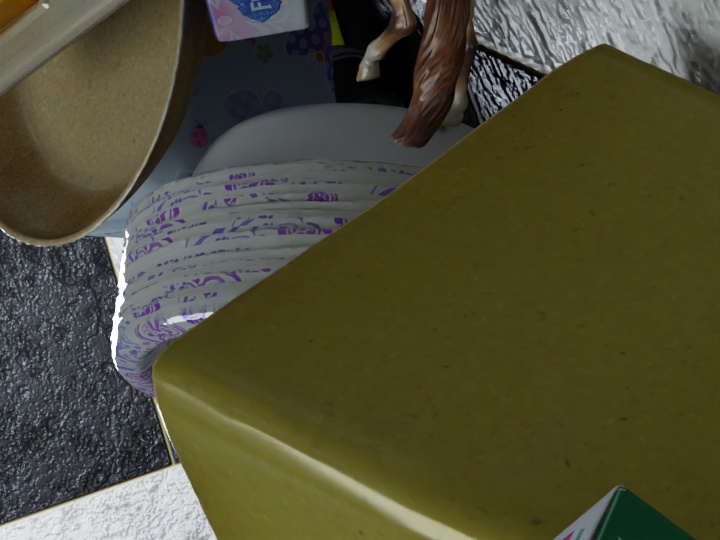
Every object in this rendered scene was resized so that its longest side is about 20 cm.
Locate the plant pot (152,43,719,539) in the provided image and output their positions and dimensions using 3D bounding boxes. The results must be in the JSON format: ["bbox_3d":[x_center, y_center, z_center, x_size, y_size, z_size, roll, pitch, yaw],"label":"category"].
[{"bbox_3d":[0.097,0.078,0.564,0.200,0.195,0.194,23,141,48],"label":"plant pot"}]

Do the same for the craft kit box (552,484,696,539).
[{"bbox_3d":[0.084,0.167,0.482,0.200,0.049,0.198,37,134,-3],"label":"craft kit box"}]

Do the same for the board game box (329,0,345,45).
[{"bbox_3d":[-0.069,-0.157,1.093,0.200,0.048,0.102,49,162,50],"label":"board game box"}]

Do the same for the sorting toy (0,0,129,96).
[{"bbox_3d":[-0.138,-0.181,0.793,0.200,0.036,0.185,-26,70,55],"label":"sorting toy"}]

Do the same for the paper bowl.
[{"bbox_3d":[0.000,0.000,0.811,0.201,0.200,0.104,98,177,-71],"label":"paper bowl"}]

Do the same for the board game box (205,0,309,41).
[{"bbox_3d":[-0.062,-0.227,0.739,0.200,0.041,0.200,80,180,-57],"label":"board game box"}]

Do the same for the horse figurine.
[{"bbox_3d":[0.009,-0.140,0.744,0.133,0.050,0.200,99,154,-47],"label":"horse figurine"}]

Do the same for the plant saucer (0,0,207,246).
[{"bbox_3d":[-0.124,-0.110,0.851,0.200,0.035,0.200,0,90,48],"label":"plant saucer"}]

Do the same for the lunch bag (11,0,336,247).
[{"bbox_3d":[-0.111,-0.098,0.955,0.200,0.127,0.170,-1,92,53],"label":"lunch bag"}]

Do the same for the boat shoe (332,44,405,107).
[{"bbox_3d":[0.015,-0.020,1.003,0.066,0.070,0.200,-130,25,-54],"label":"boat shoe"}]
